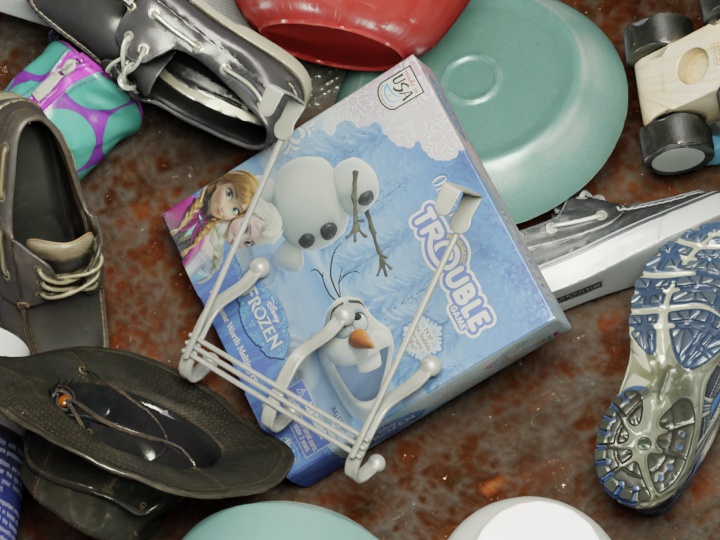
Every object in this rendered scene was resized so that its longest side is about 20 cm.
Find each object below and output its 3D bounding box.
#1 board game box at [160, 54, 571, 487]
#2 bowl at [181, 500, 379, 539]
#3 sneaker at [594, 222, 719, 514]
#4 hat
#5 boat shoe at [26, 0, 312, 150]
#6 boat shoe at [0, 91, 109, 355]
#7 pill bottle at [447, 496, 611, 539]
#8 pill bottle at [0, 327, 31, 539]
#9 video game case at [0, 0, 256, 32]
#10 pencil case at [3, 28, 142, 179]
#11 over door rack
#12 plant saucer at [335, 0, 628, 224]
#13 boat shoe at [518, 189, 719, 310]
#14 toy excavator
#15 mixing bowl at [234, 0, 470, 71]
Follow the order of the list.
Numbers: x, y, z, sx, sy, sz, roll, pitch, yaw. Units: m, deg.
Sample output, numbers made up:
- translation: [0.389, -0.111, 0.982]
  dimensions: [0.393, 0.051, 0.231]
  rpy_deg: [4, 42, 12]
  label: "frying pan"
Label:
- translation: [0.000, 0.000, 1.527]
  dimensions: [0.199, 0.043, 0.201]
  rpy_deg: [-32, 70, 10]
  label: "board game box"
- translation: [-0.044, 0.210, 1.411]
  dimensions: [0.200, 0.201, 0.105]
  rpy_deg: [11, 46, 3]
  label: "bowl"
- translation: [0.201, 0.064, 1.524]
  dimensions: [0.077, 0.085, 0.201]
  rpy_deg: [19, 72, 22]
  label: "sneaker"
- translation: [-0.142, 0.117, 1.443]
  dimensions: [0.200, 0.201, 0.081]
  rpy_deg: [22, 104, 8]
  label: "hat"
- translation: [-0.128, -0.139, 1.528]
  dimensions: [0.199, 0.073, 0.063]
  rpy_deg: [27, 44, -2]
  label: "boat shoe"
- translation: [-0.198, -0.011, 1.500]
  dimensions: [0.074, 0.073, 0.201]
  rpy_deg: [-25, 110, -24]
  label: "boat shoe"
- translation: [0.094, 0.200, 1.397]
  dimensions: [0.112, 0.200, 0.113]
  rpy_deg: [1, 66, -1]
  label: "pill bottle"
- translation: [-0.261, 0.136, 1.462]
  dimensions: [0.115, 0.116, 0.201]
  rpy_deg: [6, 67, 1]
  label: "pill bottle"
- translation: [-0.148, -0.220, 1.633]
  dimensions: [0.199, 0.023, 0.182]
  rpy_deg: [17, 50, 1]
  label: "video game case"
- translation: [-0.239, -0.065, 1.560]
  dimensions: [0.085, 0.093, 0.200]
  rpy_deg: [39, 70, 23]
  label: "pencil case"
- translation: [-0.015, 0.007, 1.461]
  dimensions: [0.147, 0.067, 0.201]
  rpy_deg: [29, 111, 24]
  label: "over door rack"
- translation: [0.075, -0.117, 1.593]
  dimensions: [0.199, 0.036, 0.201]
  rpy_deg: [-6, 55, 9]
  label: "plant saucer"
- translation: [0.146, -0.020, 1.568]
  dimensions: [0.199, 0.072, 0.068]
  rpy_deg: [-23, 70, -3]
  label: "boat shoe"
- translation: [0.300, -0.125, 1.602]
  dimensions: [0.194, 0.200, 0.100]
  rpy_deg: [-25, 62, 36]
  label: "toy excavator"
- translation: [-0.009, -0.194, 1.546]
  dimensions: [0.199, 0.200, 0.109]
  rpy_deg: [10, 79, 3]
  label: "mixing bowl"
